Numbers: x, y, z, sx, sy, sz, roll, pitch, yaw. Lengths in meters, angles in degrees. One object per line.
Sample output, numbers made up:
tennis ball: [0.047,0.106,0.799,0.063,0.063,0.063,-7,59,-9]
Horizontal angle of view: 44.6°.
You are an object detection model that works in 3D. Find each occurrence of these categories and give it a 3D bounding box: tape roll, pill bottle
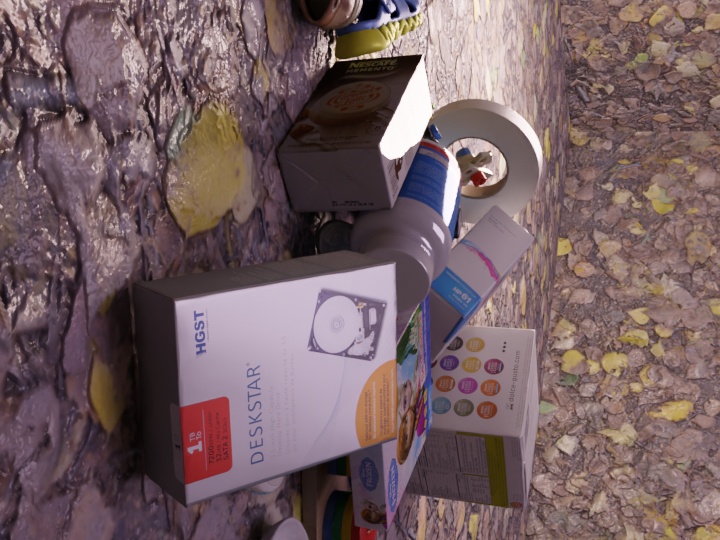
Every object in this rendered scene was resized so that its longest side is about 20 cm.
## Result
tape roll: [0.175,-0.163,1.339,0.037,0.201,0.204,-62,149,-49]
pill bottle: [0.049,-0.051,0.965,0.201,0.111,0.113,-74,158,-51]

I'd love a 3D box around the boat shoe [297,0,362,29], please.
boat shoe: [-0.035,-0.345,0.889,0.074,0.075,0.201,-44,133,-59]

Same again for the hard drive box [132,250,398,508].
hard drive box: [-0.069,0.076,0.696,0.199,0.077,0.157,-11,105,-36]

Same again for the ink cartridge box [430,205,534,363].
ink cartridge box: [0.152,0.019,1.294,0.200,0.085,0.145,-45,169,-34]

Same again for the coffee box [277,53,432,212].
coffee box: [0.000,-0.153,0.958,0.201,0.114,0.080,-67,151,-48]

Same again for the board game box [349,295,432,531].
board game box: [0.037,0.148,0.987,0.200,0.041,0.201,-56,146,-56]

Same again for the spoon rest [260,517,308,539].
spoon rest: [-0.065,0.335,0.911,0.201,0.060,0.100,76,25,-42]

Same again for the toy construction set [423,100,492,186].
toy construction set: [0.077,-0.175,1.116,0.092,0.200,0.131,-44,156,5]

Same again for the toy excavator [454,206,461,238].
toy excavator: [0.107,-0.077,1.333,0.200,0.099,0.196,-29,121,-78]

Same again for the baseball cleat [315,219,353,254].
baseball cleat: [0.000,0.000,1.065,0.070,0.106,0.200,-47,126,-4]

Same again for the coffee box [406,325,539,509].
coffee box: [0.170,0.225,1.377,0.201,0.196,0.200,76,24,-45]

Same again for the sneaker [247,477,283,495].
sneaker: [-0.084,0.115,0.795,0.077,0.080,0.201,-49,139,-64]

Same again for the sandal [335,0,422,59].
sandal: [0.019,-0.313,1.031,0.200,0.079,0.088,-58,136,-60]

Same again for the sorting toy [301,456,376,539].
sorting toy: [-0.002,0.243,1.072,0.200,0.069,0.200,-25,116,-69]
